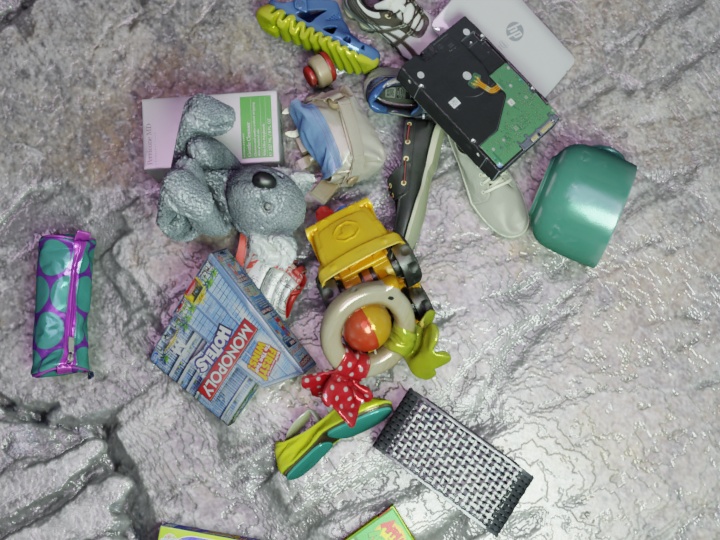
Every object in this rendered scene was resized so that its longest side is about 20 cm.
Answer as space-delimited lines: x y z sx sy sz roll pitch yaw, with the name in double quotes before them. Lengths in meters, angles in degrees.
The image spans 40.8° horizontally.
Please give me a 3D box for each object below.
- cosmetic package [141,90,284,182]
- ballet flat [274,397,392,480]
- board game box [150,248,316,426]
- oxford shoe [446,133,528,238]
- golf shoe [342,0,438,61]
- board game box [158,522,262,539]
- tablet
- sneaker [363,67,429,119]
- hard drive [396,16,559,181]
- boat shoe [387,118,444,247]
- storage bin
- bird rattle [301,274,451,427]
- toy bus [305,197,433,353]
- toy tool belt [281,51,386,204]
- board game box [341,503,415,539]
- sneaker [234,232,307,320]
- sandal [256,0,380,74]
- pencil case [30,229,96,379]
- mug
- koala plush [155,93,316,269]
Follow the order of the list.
"cosmetic package" -0.212 -0.194 1.404 0.195 0.085 0.110 -5 84 0
"ballet flat" -0.045 0.211 1.323 0.199 0.066 0.068 -38 60 22
"board game box" -0.172 0.112 1.334 0.199 0.062 0.202 37 106 8
"oxford shoe" 0.182 -0.136 1.382 0.074 0.058 0.203 -27 97 -6
"golf shoe" 0.062 -0.367 1.418 0.197 0.095 0.079 26 81 4
"board game box" -0.188 0.433 1.326 0.196 0.045 0.137 9 82 3
"tablet" 0.211 -0.334 1.418 0.200 0.014 0.130 44 84 -11
"sneaker" 0.100 -0.249 1.392 0.195 0.086 0.078 -4 117 7
"hard drive" 0.163 -0.239 1.339 0.139 0.038 0.200 -41 82 -22
"boat shoe" 0.070 -0.120 1.391 0.062 0.074 0.206 11 79 10
"storage bin" 0.122 0.254 1.296 0.198 0.135 0.095 34 84 7
"bird rattle" 0.008 0.091 1.245 0.196 0.113 0.165 -21 118 0
"toy bus" 0.000 0.000 1.343 0.134 0.202 0.193 -27 45 -3
"toy tool belt" -0.057 -0.204 1.383 0.121 0.125 0.202 -28 80 -11
"board game box" 0.058 0.434 1.316 0.101 0.048 0.202 -33 82 -4
"sneaker" -0.121 -0.030 1.383 0.106 0.067 0.206 13 86 8
"sandal" -0.054 -0.363 1.431 0.198 0.080 0.088 30 79 5
"pencil case" -0.418 0.050 1.368 0.084 0.092 0.205 8 77 -38
"mug" 0.303 -0.099 1.352 0.113 0.185 0.155 22 107 8
"koala plush" -0.161 -0.100 1.292 0.196 0.184 0.180 15 60 -10
